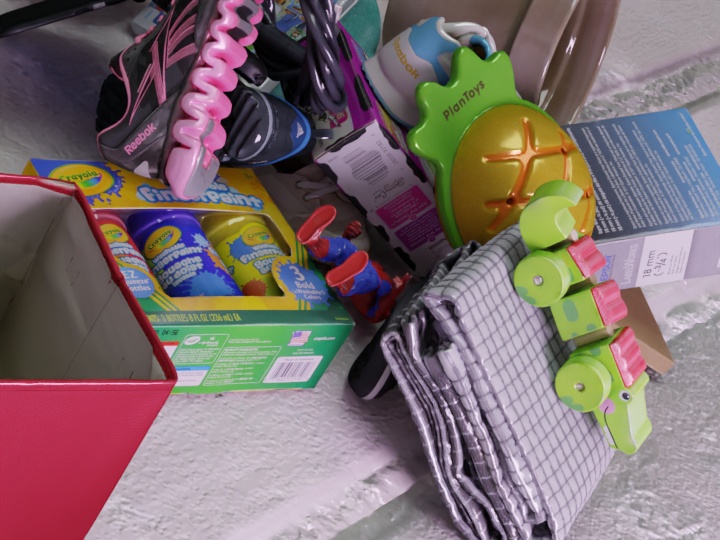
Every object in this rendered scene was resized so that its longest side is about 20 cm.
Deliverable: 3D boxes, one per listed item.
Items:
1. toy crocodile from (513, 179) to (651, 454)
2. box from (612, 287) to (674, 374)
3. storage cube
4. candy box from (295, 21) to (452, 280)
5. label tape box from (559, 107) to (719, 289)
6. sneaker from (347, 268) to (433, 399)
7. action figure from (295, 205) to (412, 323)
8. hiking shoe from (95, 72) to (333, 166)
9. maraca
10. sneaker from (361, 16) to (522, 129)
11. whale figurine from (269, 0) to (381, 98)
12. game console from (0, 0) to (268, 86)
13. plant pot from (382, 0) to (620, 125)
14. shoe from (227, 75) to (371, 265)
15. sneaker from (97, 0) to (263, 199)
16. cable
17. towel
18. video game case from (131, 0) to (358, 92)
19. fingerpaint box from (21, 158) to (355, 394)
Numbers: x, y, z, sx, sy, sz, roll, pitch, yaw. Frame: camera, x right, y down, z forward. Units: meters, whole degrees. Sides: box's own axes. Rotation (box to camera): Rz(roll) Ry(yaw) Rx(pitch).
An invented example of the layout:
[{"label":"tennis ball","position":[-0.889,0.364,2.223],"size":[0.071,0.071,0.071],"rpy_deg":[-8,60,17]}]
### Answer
[{"label":"toy crocodile","position":[0.161,0.033,1.492],"size":[0.067,0.062,0.201],"rpy_deg":[-31,100,-57]},{"label":"box","position":[0.170,-0.011,1.764],"size":[0.200,0.021,0.164],"rpy_deg":[32,26,-35]},{"label":"storage cube","position":[-0.241,0.063,1.200],"size":[0.199,0.180,0.171],"rpy_deg":[2,43,-39]},{"label":"candy box","position":[0.022,-0.086,1.671],"size":[0.200,0.061,0.137],"rpy_deg":[46,17,-41]},{"label":"label tape box","position":[0.199,-0.055,1.744],"size":[0.199,0.063,0.144],"rpy_deg":[-8,46,-14]},{"label":"sneaker","position":[0.062,0.052,1.589],"size":[0.083,0.072,0.200],"rpy_deg":[39,32,5]},{"label":"action figure","position":[0.000,0.000,1.556],"size":[0.065,0.052,0.200],"rpy_deg":[50,-1,14]},{"label":"hiking shoe","position":[-0.119,-0.106,1.596],"size":[0.200,0.075,0.087],"rpy_deg":[14,3,43]},{"label":"maraca","position":[0.106,-0.071,1.592],"size":[0.137,0.107,0.200],"rpy_deg":[-45,116,-29]},{"label":"sneaker","position":[0.086,-0.145,1.667],"size":[0.200,0.081,0.077],"rpy_deg":[10,47,-59]},{"label":"whale figurine","position":[-0.044,-0.200,1.809],"size":[0.159,0.104,0.200],"rpy_deg":[26,33,-11]},{"label":"game console","position":[-0.177,-0.171,1.614],"size":[0.176,0.116,0.200],"rpy_deg":[40,3,-13]},{"label":"plant pot","position":[0.120,-0.218,1.929],"size":[0.173,0.201,0.200],"rpy_deg":[22,28,16]},{"label":"shoe","position":[-0.061,-0.080,1.665],"size":[0.070,0.053,0.200],"rpy_deg":[-24,58,-35]},{"label":"sneaker","position":[-0.129,-0.154,1.485],"size":[0.095,0.201,0.079],"rpy_deg":[14,-11,15]},{"label":"cable","position":[-0.048,-0.197,1.561],"size":[0.051,0.164,0.200],"rpy_deg":[-19,13,-16]},{"label":"towel","position":[0.097,0.084,1.506],"size":[0.200,0.085,0.166],"rpy_deg":[64,32,-11]},{"label":"video game case","position":[-0.076,-0.240,1.782],"size":[0.143,0.018,0.200],"rpy_deg":[30,63,26]},{"label":"fingerpaint box","position":[-0.129,0.003,1.483],"size":[0.200,0.073,0.167],"rpy_deg":[1,43,-41]}]
